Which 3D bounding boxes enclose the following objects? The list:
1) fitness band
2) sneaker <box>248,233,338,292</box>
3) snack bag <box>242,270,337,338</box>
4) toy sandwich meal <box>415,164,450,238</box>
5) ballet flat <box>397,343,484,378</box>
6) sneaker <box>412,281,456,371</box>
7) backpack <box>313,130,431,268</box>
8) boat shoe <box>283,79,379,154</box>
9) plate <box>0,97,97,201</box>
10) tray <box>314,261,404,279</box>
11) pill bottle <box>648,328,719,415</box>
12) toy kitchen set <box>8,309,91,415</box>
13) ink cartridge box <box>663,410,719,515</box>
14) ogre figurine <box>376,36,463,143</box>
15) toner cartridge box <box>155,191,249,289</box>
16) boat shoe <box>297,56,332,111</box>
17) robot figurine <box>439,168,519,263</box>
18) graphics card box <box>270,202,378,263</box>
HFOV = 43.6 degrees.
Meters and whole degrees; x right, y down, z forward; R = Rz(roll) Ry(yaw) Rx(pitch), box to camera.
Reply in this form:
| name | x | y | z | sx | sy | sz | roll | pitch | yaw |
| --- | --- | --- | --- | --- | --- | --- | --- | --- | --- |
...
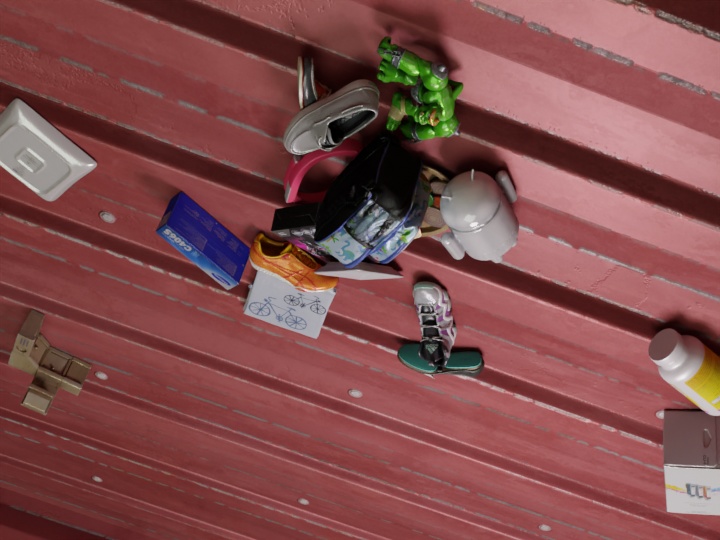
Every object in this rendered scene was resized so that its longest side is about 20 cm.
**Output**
| name | x | y | z | sx | sy | sz | roll | pitch | yaw |
| --- | --- | --- | --- | --- | --- | --- | --- | --- | --- |
| fitness band | -0.065 | -0.172 | 1.621 | 0.140 | 0.038 | 0.201 | -10 | 157 | -22 |
| sneaker | -0.135 | -0.013 | 1.857 | 0.196 | 0.074 | 0.078 | 20 | 131 | -8 |
| snack bag | -0.160 | 0.066 | 1.992 | 0.185 | 0.022 | 0.201 | 19 | 140 | -4 |
| toy sandwich meal | 0.087 | -0.115 | 1.662 | 0.200 | 0.071 | 0.208 | 10 | 140 | 8 |
| ballet flat | 0.179 | 0.211 | 2.010 | 0.195 | 0.069 | 0.069 | 7 | 148 | 12 |
| sneaker | 0.150 | 0.131 | 1.865 | 0.076 | 0.142 | 0.202 | -6 | 136 | 24 |
| backpack | 0.020 | -0.101 | 1.536 | 0.146 | 0.185 | 0.199 | 37 | 130 | -19 |
| boat shoe | -0.048 | -0.235 | 1.478 | 0.197 | 0.070 | 0.072 | -23 | 142 | 25 |
| plate | -0.662 | -0.230 | 1.817 | 0.198 | 0.033 | 0.199 | -25 | 126 | 39 |
| tray | 0.000 | 0.000 | 1.786 | 0.105 | 0.023 | 0.199 | -2 | 175 | 28 |
| pill bottle | 0.667 | 0.199 | 1.797 | 0.198 | 0.106 | 0.104 | 35 | 137 | -22 |
| toy kitchen set | -0.802 | 0.249 | 2.308 | 0.197 | 0.166 | 0.181 | 26 | 139 | -13 |
| ink cartridge box | 0.748 | 0.426 | 1.997 | 0.141 | 0.147 | 0.202 | -1 | 137 | 20 |
| ogre figurine | 0.098 | -0.284 | 1.454 | 0.118 | 0.098 | 0.204 | 15 | 128 | 29 |
| toner cartridge box | -0.319 | -0.060 | 1.846 | 0.043 | 0.096 | 0.199 | -23 | 126 | 39 |
| boat shoe | -0.071 | -0.281 | 1.528 | 0.061 | 0.072 | 0.202 | -3 | 141 | 4 |
| robot figurine | 0.211 | -0.097 | 1.594 | 0.112 | 0.170 | 0.200 | 35 | 172 | 44 |
| graphics card box | -0.061 | -0.066 | 1.721 | 0.123 | 0.052 | 0.199 | -3 | 157 | 39 |
